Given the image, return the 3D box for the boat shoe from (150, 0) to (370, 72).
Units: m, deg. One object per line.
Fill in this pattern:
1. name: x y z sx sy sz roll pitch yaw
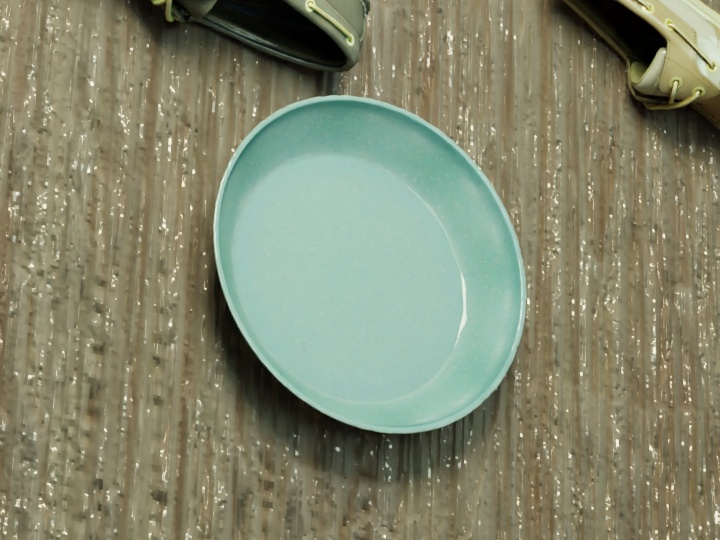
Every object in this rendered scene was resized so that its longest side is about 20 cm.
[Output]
1. boat shoe: -0.083 -0.168 1.464 0.202 0.072 0.060 18 58 -28

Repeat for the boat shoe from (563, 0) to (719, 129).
1. boat shoe: 0.192 -0.134 1.618 0.200 0.074 0.066 45 68 -5

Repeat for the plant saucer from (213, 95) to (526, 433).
1. plant saucer: 0.000 0.000 1.466 0.200 0.036 0.200 12 65 -27
